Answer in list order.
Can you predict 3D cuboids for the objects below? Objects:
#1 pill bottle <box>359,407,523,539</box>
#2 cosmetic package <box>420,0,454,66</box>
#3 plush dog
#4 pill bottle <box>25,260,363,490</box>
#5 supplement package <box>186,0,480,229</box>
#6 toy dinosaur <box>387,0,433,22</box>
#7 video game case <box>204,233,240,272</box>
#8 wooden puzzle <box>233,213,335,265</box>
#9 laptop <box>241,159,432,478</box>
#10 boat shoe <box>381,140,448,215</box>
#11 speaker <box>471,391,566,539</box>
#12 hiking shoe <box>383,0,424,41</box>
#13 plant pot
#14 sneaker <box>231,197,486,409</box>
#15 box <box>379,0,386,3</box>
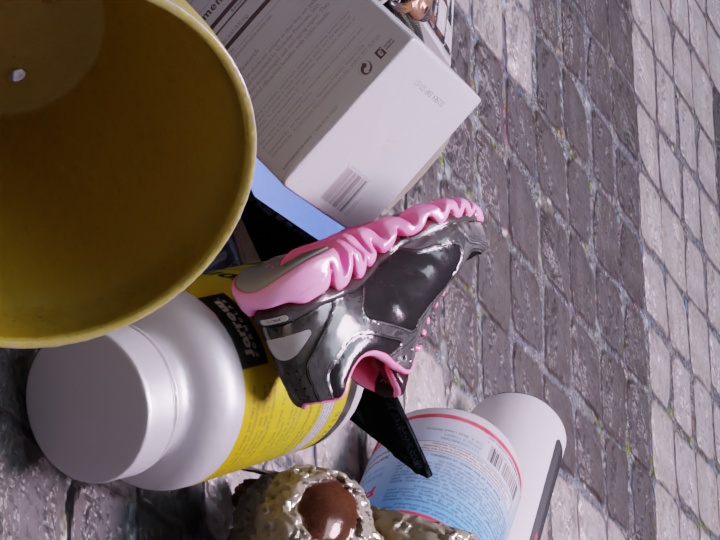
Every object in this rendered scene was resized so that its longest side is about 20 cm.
[{"bbox_3d":[0.039,0.186,1.698,0.200,0.108,0.109,-63,139,-57],"label":"pill bottle"},{"bbox_3d":[0.011,-0.229,1.813,0.200,0.050,0.083,52,34,-52],"label":"cosmetic package"},{"bbox_3d":[-0.039,0.212,1.491,0.200,0.160,0.173,29,71,-47],"label":"plush dog"},{"bbox_3d":[-0.090,0.059,1.394,0.200,0.111,0.112,-13,94,-58],"label":"pill bottle"},{"bbox_3d":[-0.048,-0.134,1.469,0.200,0.110,0.114,45,5,28],"label":"supplement package"},{"bbox_3d":[-0.015,-0.262,1.662,0.086,0.199,0.136,-50,-164,56],"label":"toy dinosaur"},{"bbox_3d":[-0.105,0.005,1.525,0.143,0.019,0.202,-32,112,-67],"label":"video game case"},{"bbox_3d":[-0.045,-0.099,1.688,0.200,0.046,0.187,-55,132,-61],"label":"wooden puzzle"},{"bbox_3d":[0.000,0.000,1.584,0.200,0.103,0.178,34,-26,54],"label":"laptop"},{"bbox_3d":[0.015,-0.095,1.651,0.073,0.063,0.200,-48,168,-10],"label":"boat shoe"},{"bbox_3d":[0.099,0.180,1.901,0.200,0.081,0.082,-67,142,-55],"label":"speaker"},{"bbox_3d":[0.002,-0.153,1.712,0.200,0.075,0.101,39,31,-75],"label":"hiking shoe"},{"bbox_3d":[-0.162,-0.086,1.221,0.201,0.199,0.142,63,1,-38],"label":"plant pot"},{"bbox_3d":[0.010,0.020,1.403,0.199,0.079,0.096,-24,94,-50],"label":"sneaker"},{"bbox_3d":[-0.044,-0.224,1.615,0.121,0.032,0.200,52,-8,-16],"label":"box"}]
